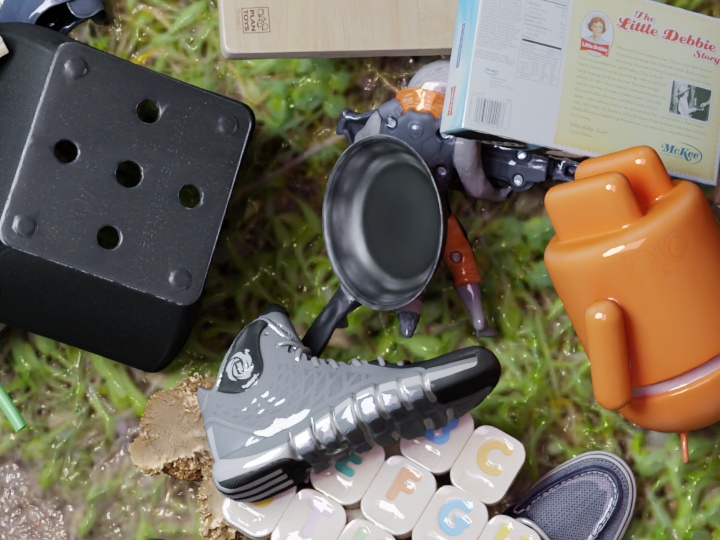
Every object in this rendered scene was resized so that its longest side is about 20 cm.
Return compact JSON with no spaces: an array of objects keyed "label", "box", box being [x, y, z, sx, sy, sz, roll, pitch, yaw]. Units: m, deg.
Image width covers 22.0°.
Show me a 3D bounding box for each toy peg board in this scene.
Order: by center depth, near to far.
[{"label":"toy peg board","box":[-0.006,-0.237,1.289,0.198,0.098,0.201,-3,81,-9]}]

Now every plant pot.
[{"label":"plant pot","box":[-0.174,-0.054,1.233,0.199,0.177,0.201,20,81,-17]}]

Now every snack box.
[{"label":"snack box","box":[0.156,-0.130,1.244,0.199,0.037,0.117,11,83,-22]}]

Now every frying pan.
[{"label":"frying pan","box":[0.012,0.004,1.228,0.115,0.031,0.191,25,112,43]}]

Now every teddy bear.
[{"label":"teddy bear","box":[-0.058,0.135,1.277,0.199,0.067,0.146,-3,62,14]}]

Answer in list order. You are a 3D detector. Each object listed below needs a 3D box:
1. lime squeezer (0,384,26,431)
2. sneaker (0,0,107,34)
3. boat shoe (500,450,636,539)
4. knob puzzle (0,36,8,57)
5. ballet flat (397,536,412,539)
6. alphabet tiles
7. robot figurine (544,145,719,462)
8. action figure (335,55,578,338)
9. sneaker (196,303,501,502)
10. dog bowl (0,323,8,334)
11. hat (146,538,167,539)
[{"label":"lime squeezer","box":[-0.314,0.044,1.288,0.199,0.038,0.071,21,87,12]},{"label":"sneaker","box":[-0.217,-0.229,1.367,0.084,0.075,0.201,22,96,15]},{"label":"boat shoe","box":[0.105,0.198,1.231,0.075,0.093,0.200,44,92,13]},{"label":"knob puzzle","box":[-0.340,-0.134,1.250,0.219,0.220,0.031,-23,116,7]},{"label":"ballet flat","box":[0.000,0.227,1.256,0.072,0.072,0.201,17,57,13]},{"label":"alphabet tiles","box":[0.013,0.168,1.202,0.199,0.015,0.196,29,73,17]},{"label":"robot figurine","box":[0.193,0.022,1.210,0.116,0.144,0.201,-25,104,9]},{"label":"action figure","box":[0.067,-0.051,1.271,0.199,0.105,0.195,4,93,15]},{"label":"sneaker","box":[-0.017,0.062,1.202,0.199,0.075,0.116,-22,64,-2]},{"label":"dog bowl","box":[-0.325,-0.018,1.355,0.199,0.074,0.201,-1,82,10]},{"label":"hat","box":[-0.123,0.232,1.245,0.200,0.201,0.081,28,66,13]}]
